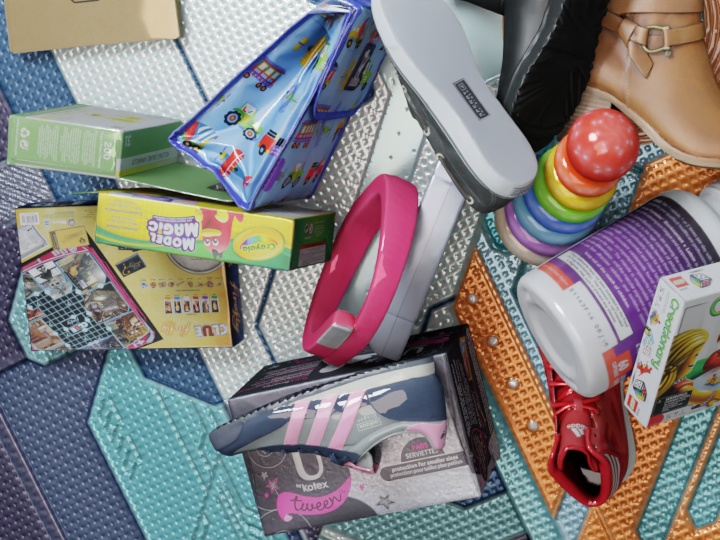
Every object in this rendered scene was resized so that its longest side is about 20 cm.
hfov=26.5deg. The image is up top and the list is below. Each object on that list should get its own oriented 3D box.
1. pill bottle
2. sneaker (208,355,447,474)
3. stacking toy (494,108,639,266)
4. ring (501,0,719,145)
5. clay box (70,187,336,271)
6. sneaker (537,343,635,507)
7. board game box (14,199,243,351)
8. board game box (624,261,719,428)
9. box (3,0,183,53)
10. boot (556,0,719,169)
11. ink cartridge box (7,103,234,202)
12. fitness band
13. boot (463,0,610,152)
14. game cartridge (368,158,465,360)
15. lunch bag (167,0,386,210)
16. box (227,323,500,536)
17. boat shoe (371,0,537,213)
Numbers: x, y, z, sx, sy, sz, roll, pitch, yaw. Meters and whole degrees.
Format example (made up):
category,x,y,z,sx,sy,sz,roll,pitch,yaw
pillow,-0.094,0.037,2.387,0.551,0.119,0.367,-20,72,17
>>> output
category,x,y,z,sx,sy,sz,roll,pitch,yaw
pill bottle,0.235,0.005,1.211,0.199,0.111,0.112,-30,93,-9
sneaker,-0.025,0.132,1.228,0.199,0.070,0.083,-18,88,16
stacking toy,0.168,-0.072,1.191,0.085,0.200,0.086,3,71,-9
ring,0.215,-0.202,1.249,0.199,0.019,0.202,3,102,14
clay box,-0.132,-0.038,1.279,0.199,0.115,0.048,7,97,16
sneaker,0.185,0.099,1.266,0.078,0.116,0.201,-16,97,17
board game box,-0.210,0.003,1.389,0.199,0.035,0.136,-1,101,14
board game box,0.304,0.042,1.182,0.035,0.199,0.127,51,145,42
box,-0.244,-0.298,1.343,0.162,0.021,0.201,-3,100,15
boot,0.257,-0.165,1.206,0.199,0.077,0.156,12,101,20
ink cartridge box,-0.180,-0.103,1.302,0.199,0.146,0.048,8,101,12
fitness band,0.000,0.000,1.255,0.037,0.200,0.144,21,70,-10
boot,0.114,-0.211,1.210,0.162,0.073,0.199,37,117,42
game cartridge,0.058,-0.031,1.263,0.041,0.133,0.201,21,105,-1
lunch bag,-0.041,-0.157,1.251,0.094,0.150,0.200,41,107,9
box,0.005,0.139,1.320,0.199,0.115,0.133,-12,98,17
boat shoe,0.061,-0.133,1.165,0.201,0.068,0.057,60,143,12
